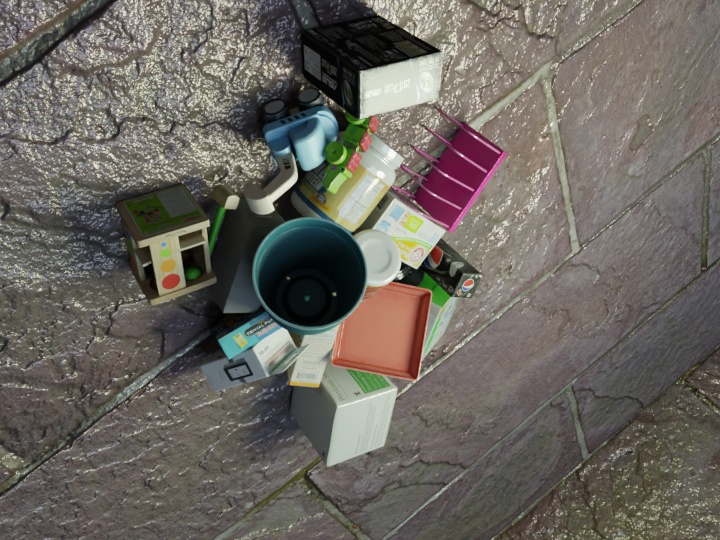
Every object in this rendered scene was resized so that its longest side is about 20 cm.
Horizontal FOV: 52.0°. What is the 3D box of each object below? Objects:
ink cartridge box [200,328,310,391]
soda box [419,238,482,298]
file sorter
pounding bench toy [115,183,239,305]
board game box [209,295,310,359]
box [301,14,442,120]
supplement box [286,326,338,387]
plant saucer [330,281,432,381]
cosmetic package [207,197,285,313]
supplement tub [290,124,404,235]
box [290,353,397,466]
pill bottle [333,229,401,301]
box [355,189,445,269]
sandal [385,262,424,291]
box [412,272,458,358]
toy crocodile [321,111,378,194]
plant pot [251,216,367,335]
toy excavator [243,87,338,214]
[{"bbox_3d":[-0.213,0.171,1.494,0.068,0.199,0.116,62,35,-12],"label":"ink cartridge box"},{"bbox_3d":[0.180,-0.020,1.658,0.070,0.200,0.064,4,120,-40],"label":"soda box"},{"bbox_3d":[0.172,-0.212,1.537,0.125,0.139,0.201,19,111,-45],"label":"file sorter"},{"bbox_3d":[-0.304,-0.051,1.302,0.198,0.124,0.157,-21,135,-24],"label":"pounding bench toy"},{"bbox_3d":[-0.202,0.097,1.494,0.199,0.151,0.047,-31,102,-14],"label":"board game box"},{"bbox_3d":[0.015,-0.348,1.249,0.163,0.200,0.087,-21,133,-24],"label":"box"},{"bbox_3d":[-0.109,0.137,1.607,0.073,0.126,0.201,8,120,-19],"label":"supplement box"},{"bbox_3d":[0.044,0.124,1.603,0.197,0.037,0.202,11,82,-10],"label":"plant saucer"},{"bbox_3d":[-0.220,-0.027,1.406,0.089,0.107,0.201,-1,126,-37],"label":"cosmetic package"},{"bbox_3d":[-0.024,-0.172,1.410,0.201,0.145,0.144,-52,138,10],"label":"supplement tub"},{"bbox_3d":[-0.045,0.310,1.758,0.170,0.199,0.202,-12,129,-30],"label":"box"},{"bbox_3d":[0.000,0.000,1.482,0.111,0.113,0.200,-23,172,-22],"label":"pill bottle"},{"bbox_3d":[0.072,-0.099,1.579,0.199,0.101,0.113,24,107,-47],"label":"box"},{"bbox_3d":[0.054,-0.001,1.625,0.198,0.076,0.048,9,149,-19],"label":"sandal"},{"bbox_3d":[0.156,0.099,1.760,0.200,0.096,0.178,-39,152,-57],"label":"box"},{"bbox_3d":[-0.009,-0.227,1.297,0.201,0.061,0.067,-63,158,-4],"label":"toy crocodile"},{"bbox_3d":[-0.096,0.031,1.347,0.199,0.201,0.188,-30,168,-15],"label":"plant pot"},{"bbox_3d":[-0.120,-0.201,1.270,0.193,0.201,0.100,-21,137,-3],"label":"toy excavator"}]
